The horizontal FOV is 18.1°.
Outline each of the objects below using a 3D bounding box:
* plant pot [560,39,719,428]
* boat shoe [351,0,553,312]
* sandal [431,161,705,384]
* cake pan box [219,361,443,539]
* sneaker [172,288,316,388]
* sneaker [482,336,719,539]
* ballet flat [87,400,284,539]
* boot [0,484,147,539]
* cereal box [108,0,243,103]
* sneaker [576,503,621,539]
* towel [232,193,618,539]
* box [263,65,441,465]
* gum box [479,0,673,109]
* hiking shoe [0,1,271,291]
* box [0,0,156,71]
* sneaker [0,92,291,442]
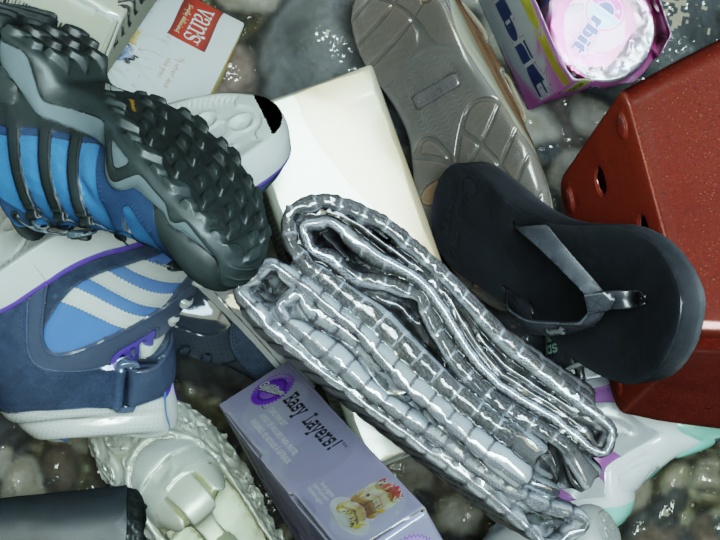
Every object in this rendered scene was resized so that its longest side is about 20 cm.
[{"bbox_3d":[0.213,-0.020,1.169,0.175,0.200,0.202,-9,73,-12],"label":"plant pot"},{"bbox_3d":[0.063,-0.075,1.240,0.075,0.072,0.202,-22,84,23],"label":"boat shoe"},{"bbox_3d":[0.093,0.004,1.121,0.043,0.200,0.077,-6,111,-35],"label":"sandal"},{"bbox_3d":[0.012,0.158,1.143,0.052,0.200,0.185,-31,116,-10],"label":"cake pan box"},{"bbox_3d":[-0.134,0.034,1.219,0.202,0.077,0.146,43,92,-11],"label":"sneaker"},{"bbox_3d":[0.114,0.070,1.248,0.199,0.078,0.140,-36,90,-16],"label":"sneaker"},{"bbox_3d":[-0.074,0.143,1.223,0.072,0.072,0.200,-39,91,-7],"label":"ballet flat"},{"bbox_3d":[-0.196,0.121,1.186,0.166,0.076,0.202,-4,104,0],"label":"boot"},{"bbox_3d":[-0.170,-0.130,1.192,0.199,0.144,0.040,25,125,-5],"label":"cereal box"},{"bbox_3d":[0.098,0.211,1.200,0.104,0.076,0.201,-8,125,6],"label":"sneaker"},{"bbox_3d":[0.034,0.043,1.097,0.199,0.166,0.086,38,86,-2],"label":"towel"},{"bbox_3d":[0.000,0.000,1.224,0.077,0.095,0.202,-20,91,-6],"label":"box"},{"bbox_3d":[0.094,-0.187,1.233,0.066,0.113,0.201,-24,90,-7],"label":"gum box"},{"bbox_3d":[-0.120,-0.043,1.045,0.200,0.074,0.087,41,115,29],"label":"hiking shoe"},{"bbox_3d":[-0.133,-0.174,1.170,0.082,0.069,0.201,27,41,-4],"label":"box"},{"bbox_3d":[-0.104,0.011,1.135,0.199,0.081,0.147,-27,129,1],"label":"sneaker"}]
